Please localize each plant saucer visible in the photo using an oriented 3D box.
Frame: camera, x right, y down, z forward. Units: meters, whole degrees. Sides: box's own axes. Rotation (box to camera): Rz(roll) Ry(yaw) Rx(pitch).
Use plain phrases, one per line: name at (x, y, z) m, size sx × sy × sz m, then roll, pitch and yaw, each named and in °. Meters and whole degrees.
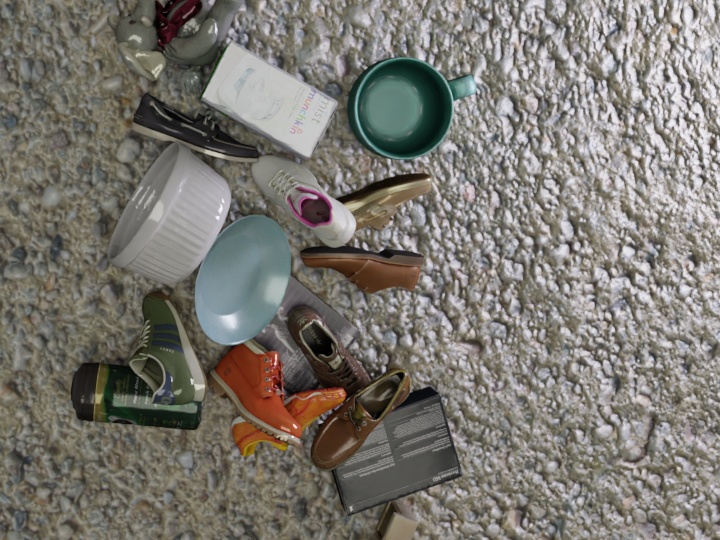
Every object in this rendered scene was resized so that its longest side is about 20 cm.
plant saucer at (-0.185, 0.010, 1.701) m, size 0.200 × 0.038 × 0.203 m, roll -26°, pitch 126°, yaw -43°

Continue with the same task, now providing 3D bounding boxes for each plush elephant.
plush elephant at (-0.284, -0.353, 1.628) m, size 0.153 × 0.165 × 0.202 m, roll 0°, pitch 124°, yaw -34°

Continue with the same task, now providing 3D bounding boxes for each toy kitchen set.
toy kitchen set at (-0.019, 0.462, 1.783) m, size 0.179 × 0.163 × 0.202 m, roll 23°, pitch 93°, yaw -12°

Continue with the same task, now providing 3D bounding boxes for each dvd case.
dvd case at (-0.120, 0.094, 1.791) m, size 0.199 × 0.016 × 0.149 m, roll 39°, pitch 91°, yaw -13°

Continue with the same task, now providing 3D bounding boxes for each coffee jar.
coffee jar at (-0.339, 0.191, 1.721) m, size 0.197 × 0.104 × 0.086 m, roll 6°, pitch 74°, yaw -11°

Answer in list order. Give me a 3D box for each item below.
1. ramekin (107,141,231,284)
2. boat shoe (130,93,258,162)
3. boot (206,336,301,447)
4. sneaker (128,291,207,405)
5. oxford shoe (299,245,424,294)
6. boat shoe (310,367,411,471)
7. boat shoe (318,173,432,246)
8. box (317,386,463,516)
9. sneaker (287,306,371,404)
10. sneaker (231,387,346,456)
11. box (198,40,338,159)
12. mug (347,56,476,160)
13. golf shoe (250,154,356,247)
ramekin at (-0.274, -0.075, 1.655) m, size 0.104 × 0.200 × 0.201 m, roll 32°, pitch 92°, yaw -21°
boat shoe at (-0.242, -0.211, 1.701) m, size 0.198 × 0.073 × 0.063 m, roll 16°, pitch 96°, yaw -6°
boot at (-0.143, 0.180, 1.713) m, size 0.200 × 0.075 × 0.108 m, roll 38°, pitch 88°, yaw 32°
sneaker at (-0.303, 0.116, 1.677) m, size 0.089 × 0.201 × 0.067 m, roll -10°, pitch 144°, yaw -32°
oxford shoe at (0.000, 0.000, 1.773) m, size 0.197 × 0.071 × 0.072 m, roll 7°, pitch 102°, yaw -12°
boat shoe at (-0.004, 0.220, 1.733) m, size 0.072 × 0.068 × 0.200 m, roll 41°, pitch 76°, yaw 11°
boat shoe at (0.022, -0.097, 1.766) m, size 0.198 × 0.071 × 0.065 m, roll -20°, pitch 105°, yaw 4°
box at (0.047, 0.287, 1.814) m, size 0.198 × 0.079 × 0.143 m, roll -17°, pitch 96°, yaw -7°
sneaker at (-0.045, 0.146, 1.764) m, size 0.070 × 0.076 × 0.200 m, roll -40°, pitch 105°, yaw -2°
sneaker at (-0.105, 0.234, 1.764) m, size 0.198 × 0.073 × 0.078 m, roll -25°, pitch 79°, yaw 19°
box at (-0.139, -0.244, 1.649) m, size 0.175 × 0.200 × 0.098 m, roll 27°, pitch 92°, yaw -11°
mug at (0.070, -0.243, 1.728) m, size 0.183 × 0.114 × 0.154 m, roll 14°, pitch 95°, yaw -12°
golf shoe at (-0.093, -0.117, 1.700) m, size 0.199 × 0.091 × 0.076 m, roll 37°, pitch 91°, yaw 19°
